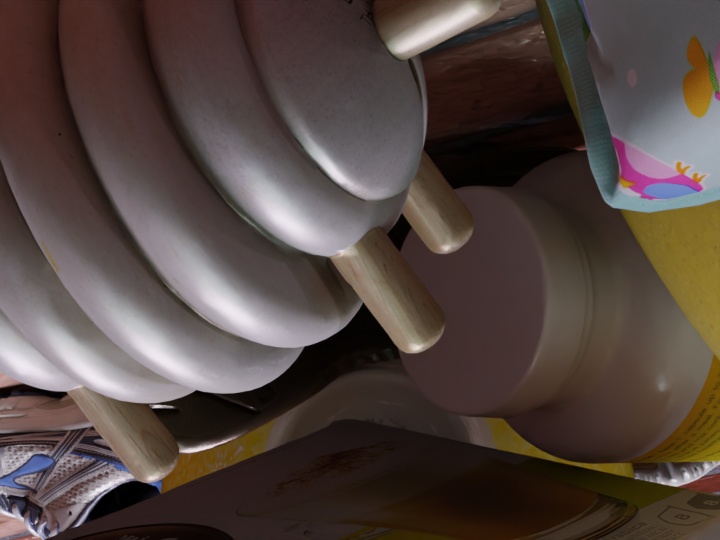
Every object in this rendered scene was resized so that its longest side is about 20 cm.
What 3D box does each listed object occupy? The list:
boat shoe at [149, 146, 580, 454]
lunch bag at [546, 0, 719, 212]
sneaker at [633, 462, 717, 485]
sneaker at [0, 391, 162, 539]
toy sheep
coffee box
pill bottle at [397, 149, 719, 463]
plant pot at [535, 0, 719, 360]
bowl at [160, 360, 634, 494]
[{"bbox_3d":[0.000,0.001,0.964,0.200,0.072,0.066,-25,-160,8],"label":"boat shoe"},{"bbox_3d":[0.152,-0.096,0.538,0.199,0.123,0.170,-11,167,-30],"label":"lunch bag"},{"bbox_3d":[0.162,0.074,1.296,0.198,0.076,0.088,-6,166,-10],"label":"sneaker"},{"bbox_3d":[-0.140,0.099,1.222,0.199,0.086,0.077,-18,164,35],"label":"sneaker"},{"bbox_3d":[-0.045,-0.028,0.671,0.199,0.139,0.138,-29,160,22],"label":"toy sheep"},{"bbox_3d":[-0.003,0.182,0.843,0.199,0.202,0.197,-19,-161,-40],"label":"coffee box"},{"bbox_3d":[0.108,0.013,0.887,0.199,0.105,0.104,2,163,-42],"label":"pill bottle"},{"bbox_3d":[0.159,-0.030,0.758,0.198,0.143,0.200,-8,166,-2],"label":"plant pot"},{"bbox_3d":[0.011,0.087,1.025,0.199,0.202,0.108,-9,166,3],"label":"bowl"}]
